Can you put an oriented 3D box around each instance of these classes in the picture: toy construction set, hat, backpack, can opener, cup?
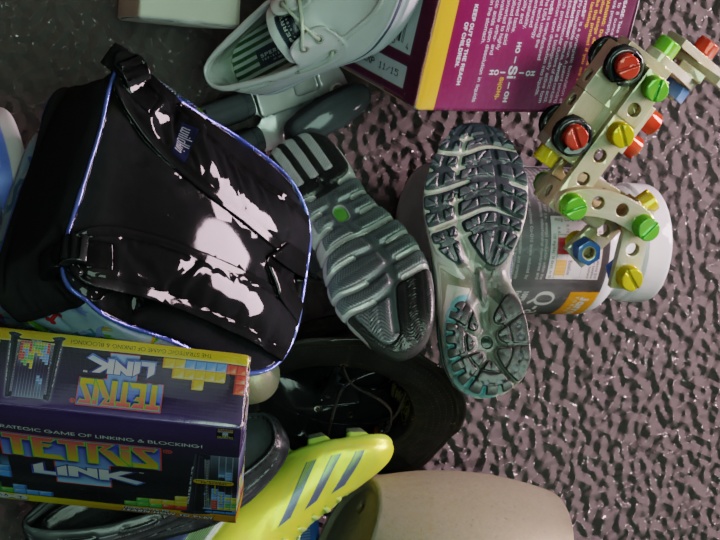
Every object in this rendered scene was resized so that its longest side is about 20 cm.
[{"bbox_3d":[0.200,-0.098,1.485,0.131,0.092,0.201,34,82,-22],"label":"toy construction set"},{"bbox_3d":[-0.020,0.081,1.538,0.199,0.201,0.081,18,49,-22],"label":"hat"},{"bbox_3d":[-0.140,-0.018,1.356,0.199,0.146,0.184,29,62,-35],"label":"backpack"},{"bbox_3d":[-0.086,-0.107,1.506,0.199,0.067,0.054,-23,103,-25],"label":"can opener"},{"bbox_3d":[0.046,0.232,1.528,0.143,0.200,0.201,26,86,-20],"label":"cup"}]

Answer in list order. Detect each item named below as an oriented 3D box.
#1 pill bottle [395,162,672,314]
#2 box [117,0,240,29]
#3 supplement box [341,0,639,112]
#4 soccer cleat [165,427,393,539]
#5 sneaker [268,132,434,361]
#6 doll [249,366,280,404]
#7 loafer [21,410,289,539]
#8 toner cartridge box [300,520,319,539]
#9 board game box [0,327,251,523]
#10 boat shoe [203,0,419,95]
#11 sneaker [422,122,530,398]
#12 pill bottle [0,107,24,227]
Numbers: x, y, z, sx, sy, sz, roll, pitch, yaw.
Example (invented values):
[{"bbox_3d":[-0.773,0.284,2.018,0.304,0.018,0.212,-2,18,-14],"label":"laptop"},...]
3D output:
[{"bbox_3d":[0.135,-0.024,1.578,0.198,0.116,0.117,2,95,-21],"label":"pill bottle"},{"bbox_3d":[-0.127,-0.279,1.471,0.082,0.068,0.202,4,95,-22],"label":"box"},{"bbox_3d":[0.086,-0.185,1.498,0.199,0.131,0.104,-2,114,-38],"label":"supplement box"},{"bbox_3d":[-0.062,0.179,1.492,0.199,0.065,0.084,-21,72,-10],"label":"soccer cleat"},{"bbox_3d":[0.000,0.000,1.483,0.075,0.116,0.201,-24,61,-8],"label":"sneaker"},{"bbox_3d":[-0.137,0.030,1.456,0.200,0.049,0.137,38,80,17],"label":"doll"},{"bbox_3d":[-0.145,0.154,1.433,0.199,0.068,0.071,-26,145,-4],"label":"loafer"},{"bbox_3d":[-0.129,0.230,1.540,0.198,0.043,0.096,-6,99,-21],"label":"toner cartridge box"},{"bbox_3d":[-0.173,0.103,1.327,0.198,0.166,0.057,6,63,-1],"label":"board game box"},{"bbox_3d":[-0.036,-0.169,1.428,0.067,0.200,0.074,-20,80,-44],"label":"boat shoe"},{"bbox_3d":[0.075,-0.005,1.461,0.077,0.086,0.202,2,79,-10],"label":"sneaker"},{"bbox_3d":[-0.333,-0.046,1.389,0.198,0.114,0.115,-9,99,-20],"label":"pill bottle"}]
